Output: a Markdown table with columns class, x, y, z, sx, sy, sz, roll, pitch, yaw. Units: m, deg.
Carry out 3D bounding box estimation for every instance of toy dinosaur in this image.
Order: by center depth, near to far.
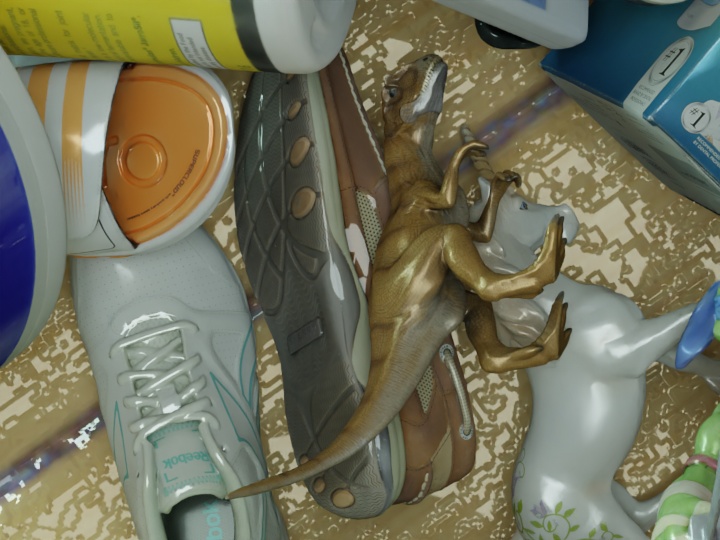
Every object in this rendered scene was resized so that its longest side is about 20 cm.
| class | x | y | z | sx | sy | sz | roll | pitch | yaw |
| --- | --- | --- | --- | --- | --- | --- | --- | --- | --- |
| toy dinosaur | 0.025 | 0.015 | 1.095 | 0.105 | 0.061 | 0.201 | 5 | 61 | 15 |

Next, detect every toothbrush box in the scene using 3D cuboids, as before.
| class | x | y | z | sx | sy | sz | roll | pitch | yaw |
| --- | --- | --- | --- | --- | --- | --- | --- | --- | --- |
| toothbrush box | 0.181 | -0.119 | 1.104 | 0.085 | 0.146 | 0.200 | 40 | 90 | -17 |

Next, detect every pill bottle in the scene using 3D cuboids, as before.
| class | x | y | z | sx | sy | sz | roll | pitch | yaw |
| --- | --- | --- | --- | --- | --- | --- | --- | --- | --- |
| pill bottle | -0.105 | -0.136 | 1.087 | 0.199 | 0.111 | 0.112 | 4 | 91 | 16 |

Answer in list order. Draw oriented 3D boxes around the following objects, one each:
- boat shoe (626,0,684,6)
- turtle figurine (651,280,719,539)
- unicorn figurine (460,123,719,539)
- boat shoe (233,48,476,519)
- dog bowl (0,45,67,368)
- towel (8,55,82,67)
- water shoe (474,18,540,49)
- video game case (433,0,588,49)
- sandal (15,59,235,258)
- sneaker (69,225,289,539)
| class | x | y | z | sx | sy | sz | roll | pitch | yaw |
| --- | --- | --- | --- | --- | --- | --- | --- | --- | --- |
| boat shoe | 0.125 | -0.187 | 1.088 | 0.075 | 0.062 | 0.201 | 21 | 71 | -22 |
| turtle figurine | 0.186 | 0.097 | 1.026 | 0.144 | 0.200 | 0.195 | -34 | 109 | -26 |
| unicorn figurine | 0.099 | 0.047 | 1.148 | 0.136 | 0.074 | 0.202 | 8 | 88 | -5 |
| boat shoe | 0.000 | 0.000 | 1.155 | 0.071 | 0.076 | 0.201 | -6 | 81 | -32 |
| dog bowl | -0.212 | -0.031 | 1.084 | 0.199 | 0.079 | 0.201 | 19 | 127 | 27 |
| towel | -0.119 | -0.159 | 1.170 | 0.149 | 0.031 | 0.201 | 31 | 88 | -3 |
| water shoe | 0.027 | -0.179 | 1.123 | 0.071 | 0.079 | 0.200 | -34 | 101 | 37 |
| video game case | 0.019 | -0.195 | 1.052 | 0.199 | 0.022 | 0.184 | 17 | 71 | -44 |
| sandal | -0.150 | -0.039 | 1.121 | 0.205 | 0.059 | 0.080 | -5 | 93 | 18 |
| sneaker | -0.070 | 0.059 | 1.145 | 0.070 | 0.080 | 0.202 | -17 | 90 | 2 |
